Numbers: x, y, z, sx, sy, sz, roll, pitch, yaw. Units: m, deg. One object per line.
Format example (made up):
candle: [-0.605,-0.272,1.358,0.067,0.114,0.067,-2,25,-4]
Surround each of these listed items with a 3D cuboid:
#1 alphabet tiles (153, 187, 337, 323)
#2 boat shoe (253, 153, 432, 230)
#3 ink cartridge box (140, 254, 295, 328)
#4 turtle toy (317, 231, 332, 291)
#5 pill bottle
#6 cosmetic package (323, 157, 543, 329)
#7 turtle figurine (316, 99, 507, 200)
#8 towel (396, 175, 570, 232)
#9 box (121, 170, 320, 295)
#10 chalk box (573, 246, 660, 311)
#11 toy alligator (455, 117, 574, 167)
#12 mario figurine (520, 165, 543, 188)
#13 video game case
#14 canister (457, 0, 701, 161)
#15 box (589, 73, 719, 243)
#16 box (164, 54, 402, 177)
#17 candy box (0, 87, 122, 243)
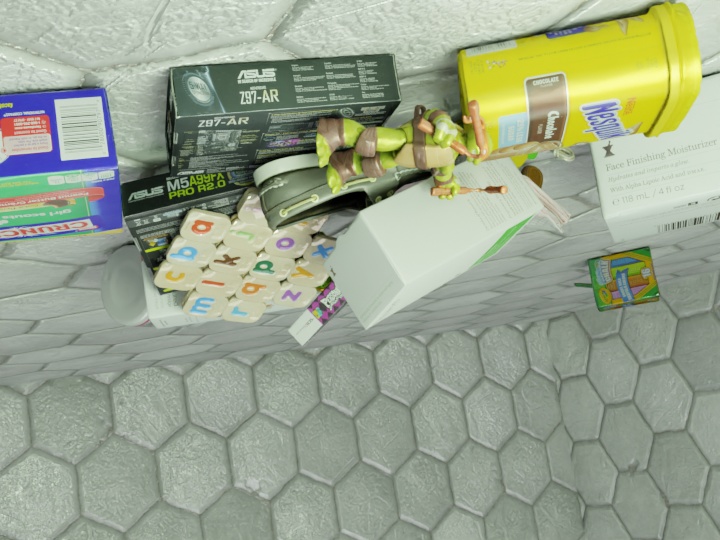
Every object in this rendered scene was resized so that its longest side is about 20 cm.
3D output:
alphabet tiles: [-0.117,-0.011,0.962,0.192,0.015,0.201,9,137,-32]
boat shoe: [-0.003,-0.084,0.867,0.197,0.062,0.072,-11,170,-15]
ink cartridge box: [-0.165,-0.021,1.079,0.195,0.149,0.083,-9,169,-8]
turtle toy: [-0.123,-0.018,1.258,0.195,0.104,0.146,-10,170,2]
pill bottle: [-0.279,0.027,1.321,0.111,0.116,0.199,-15,169,27]
cosmetic package: [0.073,-0.036,0.881,0.198,0.086,0.108,-29,168,-31]
turtle figurine: [0.045,-0.108,0.750,0.157,0.066,0.200,-2,169,9]
towel: [0.132,-0.088,1.063,0.197,0.033,0.190,9,173,34]
box: [-0.144,-0.053,0.958,0.195,0.045,0.161,-14,150,-5]
chalk box: [0.636,0.029,2.211,0.196,0.127,0.125,-13,169,18]
toy alligator: [0.166,-0.149,0.971,0.196,0.060,0.055,-4,129,-29]
mario figurine: [0.164,-0.101,1.229,0.107,0.123,0.200,-52,-174,-32]
video game case: [0.000,0.000,1.178,0.182,0.036,0.200,-47,180,23]
canister: [0.190,-0.164,0.807,0.195,0.089,0.149,-9,169,7]
box: [0.379,-0.129,1.051,0.195,0.134,0.199,-13,169,18]
box: [-0.077,-0.137,0.808,0.195,0.045,0.160,-7,170,-15]
candy box: [-0.300,-0.084,0.787,0.165,0.079,0.200,-8,171,-15]
